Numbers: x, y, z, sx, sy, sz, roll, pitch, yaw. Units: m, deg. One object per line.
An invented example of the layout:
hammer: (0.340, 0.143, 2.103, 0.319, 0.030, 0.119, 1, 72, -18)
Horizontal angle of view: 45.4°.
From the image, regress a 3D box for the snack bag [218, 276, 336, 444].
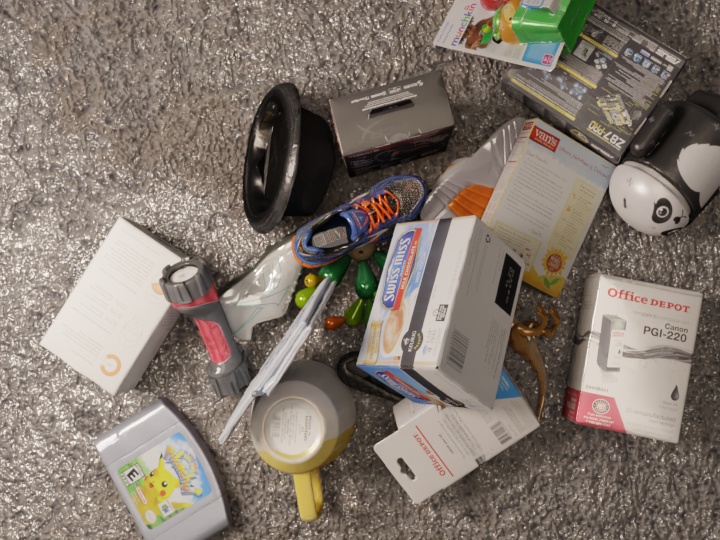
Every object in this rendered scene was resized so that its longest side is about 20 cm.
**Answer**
snack bag: (-0.102, 0.112, 1.075, 0.021, 0.189, 0.201, 35, 106, -4)

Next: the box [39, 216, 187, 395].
box: (-0.319, 0.048, 1.177, 0.123, 0.097, 0.202, 33, 88, 3)

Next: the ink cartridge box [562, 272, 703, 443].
ink cartridge box: (0.364, 0.115, 1.158, 0.143, 0.085, 0.204, 10, 86, 2)

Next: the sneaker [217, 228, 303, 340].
sneaker: (-0.117, 0.014, 1.193, 0.200, 0.070, 0.081, -41, 100, 4)

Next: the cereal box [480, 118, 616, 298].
cereal box: (0.247, -0.084, 1.172, 0.142, 0.039, 0.203, 26, 87, -17)

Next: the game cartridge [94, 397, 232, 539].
game cartridge: (-0.267, 0.289, 1.197, 0.132, 0.040, 0.202, -31, 87, -3)

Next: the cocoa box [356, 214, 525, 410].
cocoa box: (0.102, 0.053, 1.073, 0.130, 0.133, 0.203, -3, 61, 42)

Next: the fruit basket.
fruit basket: (0.211, -0.370, 1.154, 0.198, 0.094, 0.188, 25, 84, 32)

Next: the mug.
mug: (-0.070, 0.213, 1.134, 0.149, 0.153, 0.187, -40, 87, -1)

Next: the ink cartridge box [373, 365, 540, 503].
ink cartridge box: (0.123, 0.204, 1.147, 0.198, 0.068, 0.117, -34, 108, 7)

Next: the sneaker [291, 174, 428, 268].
sneaker: (0.002, -0.062, 1.117, 0.198, 0.078, 0.076, -31, 91, -3)

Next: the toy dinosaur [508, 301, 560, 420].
toy dinosaur: (0.228, 0.096, 1.187, 0.106, 0.060, 0.201, -39, 88, 29)

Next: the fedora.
fedora: (-0.090, -0.146, 1.165, 0.090, 0.200, 0.205, 7, 88, -28)

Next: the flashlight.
flashlight: (-0.202, 0.080, 1.137, 0.066, 0.068, 0.203, -12, 122, 3)

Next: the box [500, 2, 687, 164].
box: (0.316, -0.269, 1.178, 0.199, 0.049, 0.162, 35, 88, 13)

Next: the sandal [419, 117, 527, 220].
sandal: (0.159, -0.127, 1.189, 0.206, 0.059, 0.079, -44, 109, -10)

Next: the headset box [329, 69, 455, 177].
headset box: (0.041, -0.189, 1.123, 0.146, 0.200, 0.076, -15, 87, 2)

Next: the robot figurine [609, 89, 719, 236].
robot figurine: (0.423, -0.141, 1.145, 0.150, 0.125, 0.201, 40, 89, 3)

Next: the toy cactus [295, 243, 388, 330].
toy cactus: (0.000, 0.000, 1.179, 0.196, 0.102, 0.168, -11, 78, 10)

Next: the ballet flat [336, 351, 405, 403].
ballet flat: (0.062, 0.155, 1.178, 0.196, 0.057, 0.068, 10, 87, -2)
